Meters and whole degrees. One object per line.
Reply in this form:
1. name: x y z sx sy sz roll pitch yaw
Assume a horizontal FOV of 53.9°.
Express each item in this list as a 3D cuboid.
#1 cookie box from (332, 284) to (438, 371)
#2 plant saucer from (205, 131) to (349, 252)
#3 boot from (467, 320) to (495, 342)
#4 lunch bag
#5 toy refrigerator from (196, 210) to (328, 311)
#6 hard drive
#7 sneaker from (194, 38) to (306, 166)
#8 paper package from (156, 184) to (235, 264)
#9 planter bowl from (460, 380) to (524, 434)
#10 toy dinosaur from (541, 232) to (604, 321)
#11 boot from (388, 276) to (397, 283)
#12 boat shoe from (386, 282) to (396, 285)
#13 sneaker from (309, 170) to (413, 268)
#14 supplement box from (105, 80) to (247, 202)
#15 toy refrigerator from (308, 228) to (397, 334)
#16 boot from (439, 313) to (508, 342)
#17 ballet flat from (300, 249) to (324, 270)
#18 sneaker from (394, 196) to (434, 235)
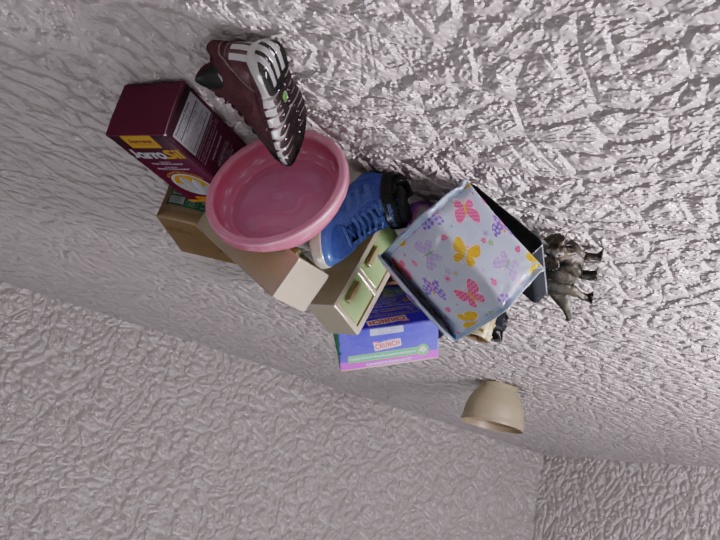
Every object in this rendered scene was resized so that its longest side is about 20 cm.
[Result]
1. cookie box: 0.036 0.093 1.244 0.170 0.076 0.200 -7 -163 -4
2. plant saucer: -0.107 -0.101 0.950 0.199 0.202 0.051 7 146 22
3. boot: 0.242 0.050 1.211 0.199 0.157 0.073 6 161 24
4. lunch bag: 0.121 0.003 0.983 0.170 0.127 0.200 50 148 0
5. toy refrigerator: -0.139 -0.031 0.999 0.200 0.070 0.076 39 -176 36
6. hard drive: 0.218 -0.035 1.064 0.140 0.033 0.200 46 177 26
7. sneaker: -0.137 -0.213 0.874 0.115 0.076 0.200 15 153 14
8. paper package: -0.234 -0.088 1.262 0.198 0.104 0.191 14 162 5
9. planter bowl: 0.430 0.430 2.258 0.199 0.136 0.200 13 162 4
10. toy dinosaur: 0.326 0.003 1.127 0.102 0.077 0.200 13 150 18
11. boot: 0.040 -0.006 1.316 0.199 0.073 0.181 7 179 37
12. boat shoe: 0.093 0.065 1.517 0.075 0.072 0.200 3 159 32
13. sneaker: 0.011 -0.076 0.984 0.110 0.200 0.077 0 124 26
14. supplement box: -0.249 -0.179 1.023 0.110 0.086 0.200 5 160 27
15. toy refrigerator: 0.000 0.000 1.139 0.070 0.201 0.076 1 139 41
16. boot: 0.234 0.123 1.573 0.167 0.077 0.200 17 157 5
17. ballet flat: -0.101 -0.013 1.412 0.069 0.070 0.200 3 178 31
18. sneaker: 0.138 -0.045 1.114 0.088 0.081 0.200 7 159 41
